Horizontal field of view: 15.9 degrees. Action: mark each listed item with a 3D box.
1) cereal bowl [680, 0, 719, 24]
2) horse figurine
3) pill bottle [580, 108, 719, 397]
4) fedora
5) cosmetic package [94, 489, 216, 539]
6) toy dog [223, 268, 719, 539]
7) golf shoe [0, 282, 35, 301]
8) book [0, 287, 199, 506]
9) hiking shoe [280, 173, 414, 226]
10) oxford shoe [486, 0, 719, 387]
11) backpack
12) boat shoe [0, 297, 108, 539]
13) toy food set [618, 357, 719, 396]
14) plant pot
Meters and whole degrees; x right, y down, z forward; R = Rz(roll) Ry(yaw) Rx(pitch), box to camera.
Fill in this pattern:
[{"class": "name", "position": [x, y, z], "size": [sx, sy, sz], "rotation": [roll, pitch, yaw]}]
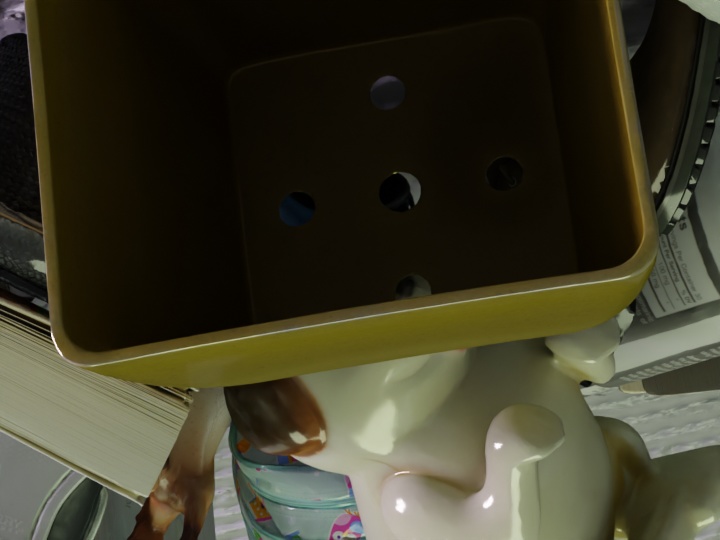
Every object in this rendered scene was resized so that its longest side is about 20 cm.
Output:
[{"class": "cereal bowl", "position": [0.194, -0.135, 0.933], "size": [0.200, 0.083, 0.200], "rotation": [-6, 158, -3]}, {"class": "horse figurine", "position": [-0.082, 0.056, 1.210], "size": [0.050, 0.200, 0.133], "rotation": [7, -176, -2]}, {"class": "pill bottle", "position": [0.148, -0.012, 1.189], "size": [0.200, 0.111, 0.111], "rotation": [-19, 155, 29]}, {"class": "fedora", "position": [-0.120, -0.036, 1.040], "size": [0.200, 0.092, 0.201], "rotation": [25, 175, 2]}, {"class": "cosmetic package", "position": [-0.167, 0.133, 1.342], "size": [0.123, 0.200, 0.200], "rotation": [-14, 158, 18]}, {"class": "toy dog", "position": [0.037, 0.066, 1.080], "size": [0.200, 0.140, 0.194], "rotation": [49, 151, -24]}, {"class": "golf shoe", "position": [-0.188, 0.019, 1.197], "size": [0.200, 0.095, 0.078], "rotation": [-2, 157, -18]}, {"class": "book", "position": [-0.164, 0.018, 1.003], "size": [0.200, 0.048, 0.134], "rotation": [26, -179, -7]}, {"class": "hiking shoe", "position": [0.000, 0.000, 1.132], "size": [0.200, 0.074, 0.087], "rotation": [40, 134, -19]}, {"class": "oxford shoe", "position": [0.096, -0.045, 1.083], "size": [0.084, 0.073, 0.200], "rotation": [22, 117, -4]}, {"class": "backpack", "position": [0.001, 0.089, 1.283], "size": [0.167, 0.200, 0.127], "rotation": [-14, 121, 12]}, {"class": "boat shoe", "position": [-0.152, 0.096, 1.186], "size": [0.076, 0.200, 0.060], "rotation": [28, -178, 10]}, {"class": "toy food set", "position": [0.213, 0.050, 1.379], "size": [0.143, 0.061, 0.200], "rotation": [-7, 176, 1]}, {"class": "plant pot", "position": [0.002, -0.055, 0.936], "size": [0.200, 0.200, 0.176], "rotation": [-10, 163, 8]}]
